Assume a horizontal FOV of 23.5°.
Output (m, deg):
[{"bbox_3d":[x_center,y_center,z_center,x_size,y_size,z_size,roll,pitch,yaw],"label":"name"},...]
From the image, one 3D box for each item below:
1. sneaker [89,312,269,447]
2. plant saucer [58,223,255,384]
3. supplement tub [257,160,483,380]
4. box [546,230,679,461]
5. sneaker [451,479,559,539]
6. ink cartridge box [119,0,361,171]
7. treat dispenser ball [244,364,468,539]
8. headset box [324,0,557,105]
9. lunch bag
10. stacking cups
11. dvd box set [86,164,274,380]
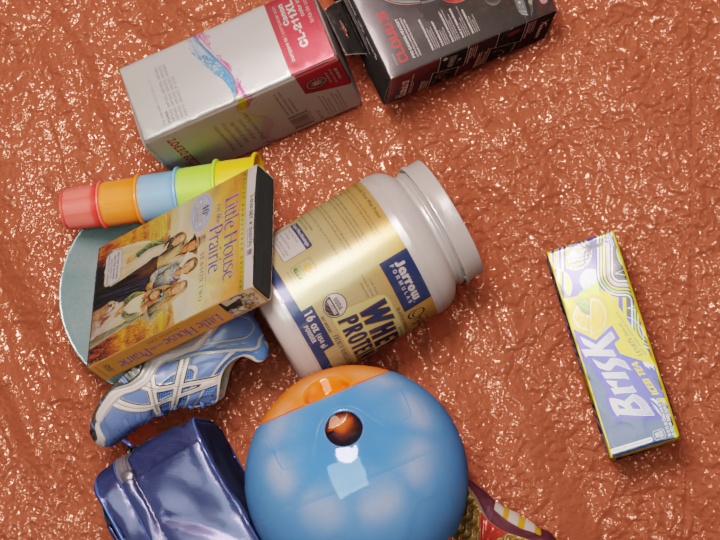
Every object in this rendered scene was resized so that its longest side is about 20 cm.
[{"bbox_3d":[-0.172,0.105,1.623,0.200,0.076,0.077,-41,89,12],"label":"sneaker"},{"bbox_3d":[-0.194,0.022,1.699,0.199,0.039,0.203,-2,80,9],"label":"plant saucer"},{"bbox_3d":[0.000,0.000,1.612,0.199,0.144,0.145,-31,78,-4],"label":"supplement tub"},{"bbox_3d":[0.234,0.071,1.611,0.069,0.064,0.202,-17,80,6],"label":"box"},{"bbox_3d":[0.127,0.253,1.601,0.200,0.090,0.075,37,97,38],"label":"sneaker"},{"bbox_3d":[-0.113,-0.176,1.662,0.199,0.146,0.083,-23,77,4],"label":"ink cartridge box"},{"bbox_3d":[-0.003,0.185,1.535,0.199,0.201,0.203,-1,81,9],"label":"treat dispenser ball"},{"bbox_3d":[0.065,-0.262,1.662,0.199,0.075,0.150,-23,78,-10],"label":"headset box"},{"bbox_3d":[-0.162,0.237,1.609,0.132,0.136,0.201,-33,78,2],"label":"lunch bag"},{"bbox_3d":[-0.191,-0.076,1.666,0.198,0.061,0.061,-4,80,10],"label":"stacking cups"},{"bbox_3d":[-0.165,0.002,1.593,0.199,0.029,0.147,-25,46,28],"label":"dvd box set"}]
